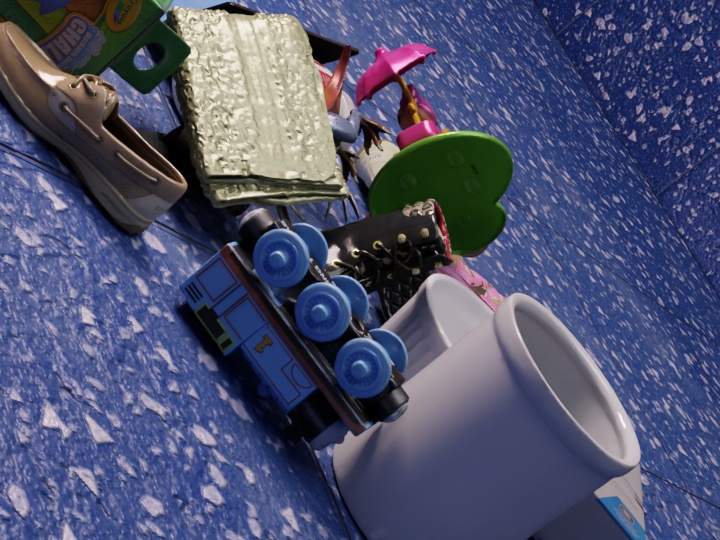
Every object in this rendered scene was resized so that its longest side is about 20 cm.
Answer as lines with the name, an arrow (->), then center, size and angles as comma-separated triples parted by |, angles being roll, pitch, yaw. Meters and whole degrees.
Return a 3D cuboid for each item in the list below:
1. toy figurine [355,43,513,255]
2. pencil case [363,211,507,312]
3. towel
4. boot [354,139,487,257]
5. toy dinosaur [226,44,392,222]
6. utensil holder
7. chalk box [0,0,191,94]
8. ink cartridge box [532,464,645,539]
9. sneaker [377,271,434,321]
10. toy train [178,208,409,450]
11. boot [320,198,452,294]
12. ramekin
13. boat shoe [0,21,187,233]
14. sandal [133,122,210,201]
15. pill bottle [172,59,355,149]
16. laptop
toy figurine -> 0.067, -0.140, 1.711 | 0.200, 0.149, 0.185 | 49, 19, -53
pencil case -> 0.080, 0.006, 1.783 | 0.200, 0.086, 0.083 | 44, 32, -20
towel -> -0.095, -0.144, 1.484 | 0.147, 0.037, 0.202 | 0, 62, -31
boot -> 0.079, -0.047, 1.902 | 0.199, 0.072, 0.155 | 37, 22, -27
toy dinosaur -> -0.064, -0.109, 1.561 | 0.180, 0.105, 0.202 | 1, 60, -47
utensil holder -> 0.101, 0.146, 1.378 | 0.170, 0.200, 0.170 | 44, 19, -19
chalk box -> -0.231, -0.233, 1.406 | 0.200, 0.125, 0.124 | 46, 19, -14
ink cartridge box -> 0.217, 0.212, 1.722 | 0.147, 0.086, 0.200 | 49, 17, -10
sneaker -> 0.083, 0.073, 1.728 | 0.200, 0.072, 0.083 | 50, -6, -8
toy train -> -0.048, 0.051, 1.332 | 0.201, 0.114, 0.087 | 53, 15, 4
boot -> 0.000, -0.002, 1.471 | 0.204, 0.152, 0.074 | -76, 148, -70
ramekin -> 0.093, 0.112, 1.590 | 0.200, 0.097, 0.201 | 45, 18, -19
boat shoe -> -0.217, -0.125, 1.330 | 0.200, 0.064, 0.071 | 49, 18, -10
sandal -> -0.149, -0.100, 1.477 | 0.076, 0.048, 0.200 | 54, 18, 6
pill bottle -> -0.087, -0.166, 1.653 | 0.199, 0.112, 0.113 | 20, 36, -59
laptop -> -0.133, -0.275, 1.702 | 0.186, 0.199, 0.117 | 12, 75, -48
